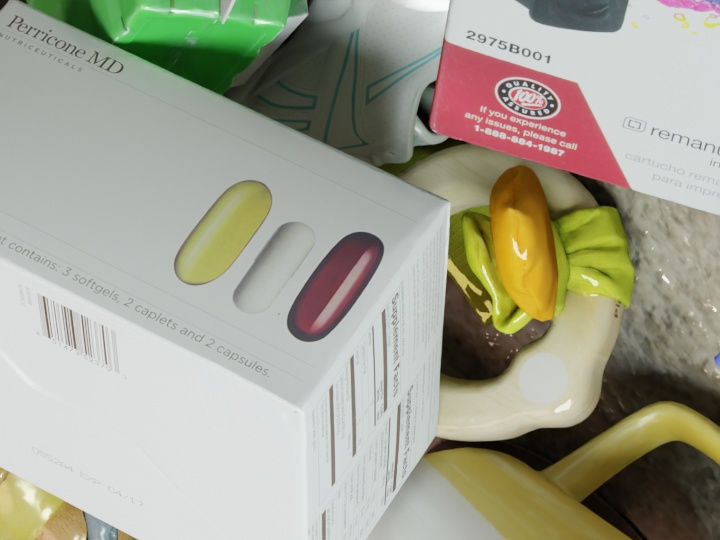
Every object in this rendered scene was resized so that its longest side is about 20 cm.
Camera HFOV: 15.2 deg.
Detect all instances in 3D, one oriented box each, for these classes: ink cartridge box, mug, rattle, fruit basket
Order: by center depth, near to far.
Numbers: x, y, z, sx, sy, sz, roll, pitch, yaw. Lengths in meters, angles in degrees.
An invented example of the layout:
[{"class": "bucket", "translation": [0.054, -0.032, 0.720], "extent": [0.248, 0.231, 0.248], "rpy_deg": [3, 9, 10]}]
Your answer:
[{"class": "ink cartridge box", "translation": [0.109, -0.119, 0.879], "extent": [0.145, 0.083, 0.200], "rpy_deg": [16, 142, 7]}, {"class": "fruit basket", "translation": [-0.072, -0.168, 1.092], "extent": [0.185, 0.093, 0.201], "rpy_deg": [139, 137, -59]}, {"class": "rattle", "translation": [0.000, 0.000, 1.106], "extent": [0.199, 0.143, 0.131], "rpy_deg": [16, 103, 24]}, {"class": "mug", "translation": [0.072, 0.147, 1.115], "extent": [0.153, 0.186, 0.150], "rpy_deg": [45, 140, 48]}]

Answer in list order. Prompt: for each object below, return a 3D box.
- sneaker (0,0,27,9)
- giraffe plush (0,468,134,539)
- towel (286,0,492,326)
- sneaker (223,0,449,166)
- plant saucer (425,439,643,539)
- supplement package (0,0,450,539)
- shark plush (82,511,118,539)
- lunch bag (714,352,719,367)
[{"class": "sneaker", "translation": [-0.147, -0.100, 1.204], "extent": [0.106, 0.075, 0.201], "rpy_deg": [-15, 78, 31]}, {"class": "giraffe plush", "translation": [-0.138, 0.093, 1.419], "extent": [0.200, 0.162, 0.173], "rpy_deg": [37, 149, 26]}, {"class": "towel", "translation": [0.010, -0.068, 1.190], "extent": [0.200, 0.018, 0.086], "rpy_deg": [50, 151, 5]}, {"class": "sneaker", "translation": [-0.006, -0.071, 1.135], "extent": [0.080, 0.070, 0.200], "rpy_deg": [49, 140, -1]}, {"class": "plant saucer", "translation": [0.090, 0.172, 1.323], "extent": [0.200, 0.032, 0.201], "rpy_deg": [34, 145, 28]}, {"class": "supplement package", "translation": [-0.078, 0.016, 1.048], "extent": [0.200, 0.111, 0.156], "rpy_deg": [25, 147, 17]}, {"class": "shark plush", "translation": [-0.136, 0.034, 1.307], "extent": [0.091, 0.201, 0.083], "rpy_deg": [12, -177, -5]}, {"class": "lunch bag", "translation": [0.226, 0.029, 0.867], "extent": [0.170, 0.124, 0.200], "rpy_deg": [47, 131, 10]}]
